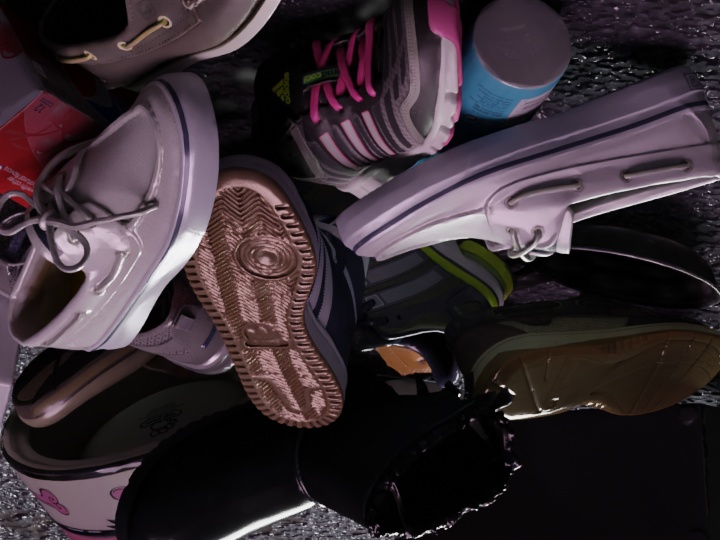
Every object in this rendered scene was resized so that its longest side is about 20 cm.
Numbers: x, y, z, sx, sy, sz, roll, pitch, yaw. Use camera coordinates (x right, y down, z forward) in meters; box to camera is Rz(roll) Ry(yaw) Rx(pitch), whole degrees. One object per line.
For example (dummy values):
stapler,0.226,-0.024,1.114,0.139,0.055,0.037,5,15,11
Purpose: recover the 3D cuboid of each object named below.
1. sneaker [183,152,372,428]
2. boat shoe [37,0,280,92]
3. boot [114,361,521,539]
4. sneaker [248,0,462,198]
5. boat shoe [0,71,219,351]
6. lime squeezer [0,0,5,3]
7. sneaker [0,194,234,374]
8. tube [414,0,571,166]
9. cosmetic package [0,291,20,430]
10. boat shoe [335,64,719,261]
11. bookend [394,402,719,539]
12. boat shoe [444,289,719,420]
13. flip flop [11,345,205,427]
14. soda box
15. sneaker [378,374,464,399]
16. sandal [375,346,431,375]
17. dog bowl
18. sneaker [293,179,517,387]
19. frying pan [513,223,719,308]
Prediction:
sneaker,-0.041,-0.017,1.339,0.070,0.109,0.200,2,141,14
boat shoe,-0.090,-0.136,1.201,0.060,0.072,0.202,13,159,-26
boot,-0.020,0.116,1.399,0.162,0.198,0.074,16,131,56
sneaker,-0.007,-0.090,1.280,0.087,0.074,0.200,6,162,-15
boat shoe,-0.137,-0.025,1.262,0.086,0.075,0.202,-7,152,-30
lime squeezer,-0.228,-0.118,1.318,0.200,0.038,0.071,-12,150,37
sneaker,-0.157,-0.006,1.450,0.200,0.075,0.082,20,175,23
tube,0.058,-0.077,1.329,0.077,0.051,0.200,-4,161,-15
cosmetic package,-0.311,0.037,1.580,0.199,0.123,0.199,9,156,-9
boat shoe,0.088,-0.038,1.287,0.199,0.067,0.074,-23,172,5
bookend,0.142,0.140,1.652,0.198,0.092,0.200,-5,174,16
boat shoe,0.134,0.042,1.489,0.200,0.066,0.072,-3,135,-40
flip flop,-0.112,0.042,1.515,0.058,0.200,0.081,59,175,-20
soda box,-0.145,-0.064,1.328,0.063,0.070,0.200,-38,149,11
sneaker,-0.021,0.090,1.677,0.198,0.080,0.130,10,166,15
sandal,0.047,0.045,1.582,0.080,0.054,0.200,-4,158,44
dog bowl,-0.114,0.099,1.553,0.200,0.200,0.074,-8,114,28
sneaker,0.000,0.000,1.457,0.200,0.081,0.074,25,155,-23
frying pan,0.140,0.003,1.508,0.115,0.031,0.190,17,167,-19
